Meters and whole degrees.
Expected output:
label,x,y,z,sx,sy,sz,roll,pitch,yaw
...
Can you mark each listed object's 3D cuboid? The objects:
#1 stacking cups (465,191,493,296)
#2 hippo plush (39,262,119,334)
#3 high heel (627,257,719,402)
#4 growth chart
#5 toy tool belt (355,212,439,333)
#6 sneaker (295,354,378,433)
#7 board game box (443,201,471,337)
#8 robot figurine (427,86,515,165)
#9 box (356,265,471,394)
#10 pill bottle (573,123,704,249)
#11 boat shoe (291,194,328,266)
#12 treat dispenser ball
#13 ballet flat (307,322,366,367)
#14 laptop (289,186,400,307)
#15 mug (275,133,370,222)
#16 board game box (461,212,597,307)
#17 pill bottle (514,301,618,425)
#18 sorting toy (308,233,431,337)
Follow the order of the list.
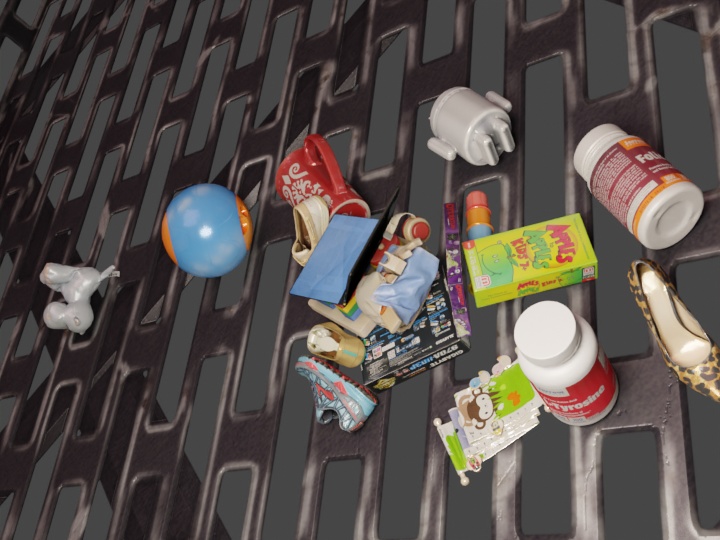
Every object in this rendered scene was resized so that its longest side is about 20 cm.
label,x,y,z,sx,sy,sz,roll,pitch,yaw
stacking cups,0.214,-0.053,1.432,0.060,0.060,0.203,-18,51,28
hippo plush,-0.710,0.078,2.058,0.195,0.159,0.165,3,77,-7
high heel,0.426,0.078,1.112,0.071,0.142,0.202,-33,46,16
growth chart,0.205,0.221,1.286,0.199,0.018,0.145,-41,46,7
toy tool belt,0.079,0.005,1.376,0.203,0.123,0.123,-63,19,-3
sneaker,-0.063,0.220,1.459,0.199,0.079,0.097,26,82,45
board game box,0.161,-0.005,1.369,0.032,0.121,0.202,-4,43,7
robot figurine,0.205,-0.273,1.543,0.168,0.114,0.200,-35,44,-7
box,0.085,0.104,1.438,0.198,0.046,0.161,-28,48,21
pill bottle,0.426,-0.136,1.275,0.114,0.114,0.201,-40,45,9
boat shoe,-0.101,-0.044,1.590,0.068,0.204,0.073,-19,29,-32
treat dispenser ball,-0.333,-0.087,1.790,0.198,0.201,0.204,-20,51,27
ballet flat,-0.060,0.128,1.491,0.199,0.062,0.070,6,80,59
laptop,-0.031,-0.048,1.428,0.114,0.201,0.189,26,65,6
mug,-0.081,-0.159,1.662,0.133,0.178,0.200,-37,48,-6
board game box,0.271,-0.017,1.323,0.196,0.048,0.103,-14,51,7
pill bottle,0.285,0.129,1.145,0.110,0.200,0.114,-16,52,22
sorting toy,0.000,0.000,1.515,0.200,0.070,0.199,-50,32,-12
